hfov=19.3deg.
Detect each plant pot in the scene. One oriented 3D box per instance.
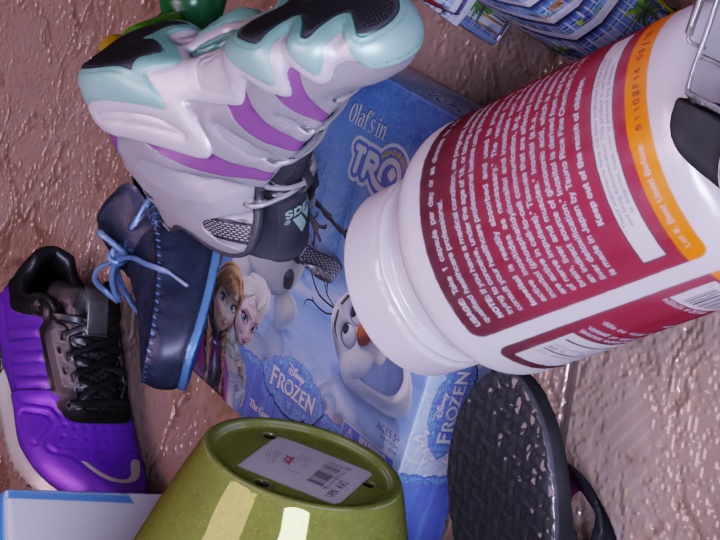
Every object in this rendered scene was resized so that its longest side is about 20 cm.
[{"bbox_3d":[-0.049,0.177,0.966,0.187,0.186,0.201,36,116,50],"label":"plant pot"}]

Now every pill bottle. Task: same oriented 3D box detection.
[{"bbox_3d":[0.089,-0.024,0.859,0.199,0.112,0.114,-23,66,43],"label":"pill bottle"}]

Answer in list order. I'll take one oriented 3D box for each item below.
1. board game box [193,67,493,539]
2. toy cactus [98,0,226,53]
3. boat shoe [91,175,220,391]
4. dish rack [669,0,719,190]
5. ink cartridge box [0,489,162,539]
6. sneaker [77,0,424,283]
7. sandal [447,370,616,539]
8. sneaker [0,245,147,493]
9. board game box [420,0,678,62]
[{"bbox_3d":[0.000,0.000,1.056,0.200,0.043,0.200,34,112,51],"label":"board game box"},{"bbox_3d":[-0.068,-0.150,1.105,0.102,0.165,0.201,28,135,6],"label":"toy cactus"},{"bbox_3d":[-0.114,-0.019,1.157,0.201,0.068,0.084,-92,18,-44],"label":"boat shoe"},{"bbox_3d":[0.188,-0.113,0.709,0.054,0.153,0.201,36,115,47],"label":"dish rack"},{"bbox_3d":[-0.179,0.188,1.191,0.200,0.144,0.085,-31,60,48],"label":"ink cartridge box"},{"bbox_3d":[-0.032,-0.056,0.994,0.199,0.078,0.141,-3,119,44],"label":"sneaker"},{"bbox_3d":[0.084,0.142,0.923,0.075,0.048,0.202,-16,85,51],"label":"sandal"},{"bbox_3d":[-0.172,0.058,1.266,0.100,0.069,0.200,-61,42,25],"label":"sneaker"},{"bbox_3d":[0.010,-0.165,0.928,0.062,0.199,0.200,-57,40,8],"label":"board game box"}]
